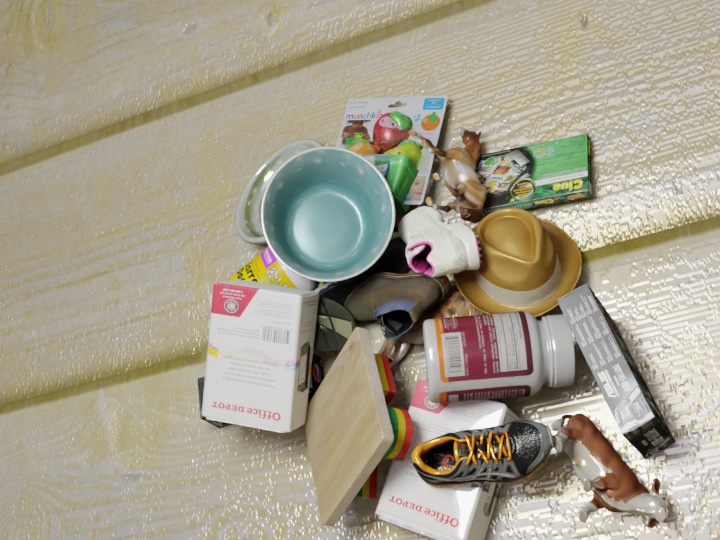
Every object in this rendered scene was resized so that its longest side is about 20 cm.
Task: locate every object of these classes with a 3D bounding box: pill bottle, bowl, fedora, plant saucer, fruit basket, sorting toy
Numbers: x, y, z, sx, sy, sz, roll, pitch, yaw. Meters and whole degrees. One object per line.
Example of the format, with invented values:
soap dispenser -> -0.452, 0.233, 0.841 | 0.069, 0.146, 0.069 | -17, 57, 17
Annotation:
pill bottle -> 0.187, 0.116, 1.563 | 0.196, 0.115, 0.116 | -4, 68, 1
bowl -> -0.051, -0.074, 1.723 | 0.197, 0.105, 0.205 | 1, 79, -4
fedora -> 0.220, -0.026, 1.643 | 0.197, 0.082, 0.203 | -8, 49, 10
plant saucer -> -0.119, -0.119, 1.874 | 0.198, 0.050, 0.202 | -28, 41, 27
fruit basket -> 0.035, -0.195, 1.823 | 0.182, 0.094, 0.203 | 3, 70, 27
pill bottle -> -0.137, 0.021, 1.820 | 0.199, 0.104, 0.105 | -38, 59, 9
sorting toy -> 0.000, 0.225, 1.630 | 0.201, 0.069, 0.201 | -59, 31, 36

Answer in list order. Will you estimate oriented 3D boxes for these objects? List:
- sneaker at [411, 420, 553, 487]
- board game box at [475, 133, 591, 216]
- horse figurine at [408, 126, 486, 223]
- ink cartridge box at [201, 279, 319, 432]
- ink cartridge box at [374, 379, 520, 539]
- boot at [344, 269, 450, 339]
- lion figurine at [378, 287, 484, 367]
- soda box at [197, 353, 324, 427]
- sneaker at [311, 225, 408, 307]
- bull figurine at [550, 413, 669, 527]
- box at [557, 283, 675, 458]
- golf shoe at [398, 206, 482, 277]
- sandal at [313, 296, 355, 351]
sneaker -> 0.157, 0.242, 1.512 | 0.197, 0.077, 0.080 | -18, 63, 19
board game box -> 0.249, -0.141, 1.726 | 0.197, 0.024, 0.106 | -9, 54, 24
horse figurine -> 0.143, -0.138, 1.703 | 0.050, 0.131, 0.203 | -42, 46, 35
ink cartridge box -> -0.148, 0.123, 1.698 | 0.145, 0.085, 0.204 | 8, 97, 18
ink cartridge box -> 0.124, 0.275, 1.609 | 0.144, 0.085, 0.203 | 13, 76, 29
boot -> 0.032, 0.054, 1.685 | 0.198, 0.075, 0.097 | -20, 19, 41
lion figurine -> 0.092, 0.089, 1.701 | 0.197, 0.073, 0.124 | -9, 47, 29
soda box -> -0.155, 0.183, 1.793 | 0.197, 0.063, 0.072 | -17, 65, 19
sneaker -> 0.000, 0.000, 1.795 | 0.198, 0.072, 0.083 | -33, 37, 11
bull figurine -> 0.315, 0.268, 1.510 | 0.200, 0.120, 0.066 | 49, 127, 38
box -> 0.338, 0.134, 1.512 | 0.049, 0.158, 0.202 | -29, 62, 13
golf shoe -> 0.093, -0.040, 1.654 | 0.090, 0.077, 0.199 | -22, 21, -20
sandal -> -0.100, 0.077, 1.757 | 0.197, 0.057, 0.081 | 4, 93, 15
